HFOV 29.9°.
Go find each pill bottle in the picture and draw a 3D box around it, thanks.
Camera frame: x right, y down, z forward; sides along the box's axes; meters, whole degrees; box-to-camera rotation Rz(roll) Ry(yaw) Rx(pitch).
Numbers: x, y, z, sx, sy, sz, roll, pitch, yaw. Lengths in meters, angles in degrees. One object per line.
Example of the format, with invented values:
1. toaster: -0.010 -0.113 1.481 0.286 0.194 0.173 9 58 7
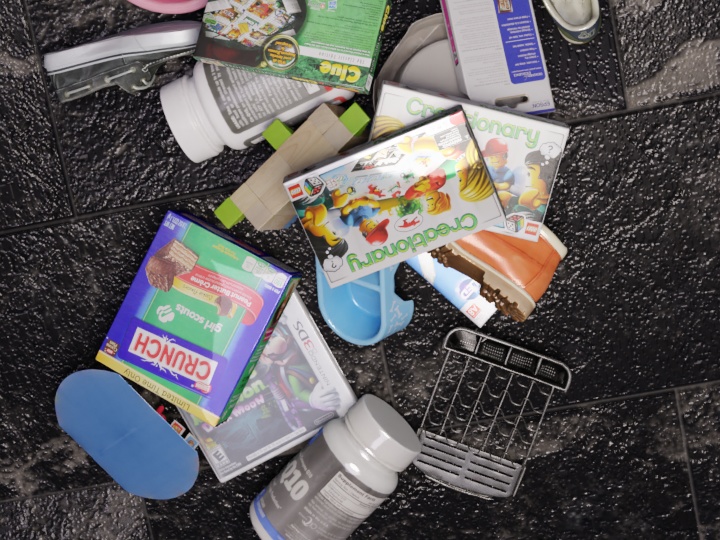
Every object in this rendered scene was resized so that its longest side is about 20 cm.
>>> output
1. pill bottle: -0.117 -0.207 1.520 0.200 0.114 0.114 -24 97 9
2. pill bottle: -0.028 0.248 1.591 0.114 0.114 0.200 42 103 -3

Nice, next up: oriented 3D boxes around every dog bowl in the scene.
1. dog bowl: 0.000 0.000 1.533 0.111 0.050 0.200 18 130 27
2. dog bowl: 0.107 -0.184 1.500 0.200 0.059 0.200 1 82 -8

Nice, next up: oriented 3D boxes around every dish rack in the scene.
1. dish rack: 0.147 0.174 1.594 0.153 0.055 0.200 20 102 3

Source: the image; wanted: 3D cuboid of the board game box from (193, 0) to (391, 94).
1. board game box: -0.074 -0.258 1.447 0.200 0.023 0.105 14 84 16

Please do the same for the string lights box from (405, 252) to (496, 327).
1. string lights box: 0.098 -0.040 1.556 0.200 0.059 0.103 41 99 -3

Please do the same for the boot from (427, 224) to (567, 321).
1. boot: 0.133 -0.045 1.497 0.200 0.075 0.107 38 79 4

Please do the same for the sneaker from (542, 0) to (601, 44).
1. sneaker: 0.215 -0.343 1.475 0.067 0.090 0.200 -23 97 9

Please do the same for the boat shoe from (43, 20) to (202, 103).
1. boat shoe: -0.266 -0.240 1.559 0.200 0.072 0.071 -9 108 17

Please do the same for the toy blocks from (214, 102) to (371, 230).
1. toy blocks: -0.057 -0.115 1.524 0.200 0.137 0.100 -44 81 14

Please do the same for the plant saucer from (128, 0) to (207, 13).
1. plant saucer: -0.218 -0.389 1.502 0.200 0.051 0.201 9 123 14

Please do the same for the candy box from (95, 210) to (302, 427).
1. candy box: -0.189 0.054 1.574 0.169 0.077 0.200 28 96 9

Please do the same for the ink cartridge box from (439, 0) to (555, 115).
1. ink cartridge box: 0.145 -0.259 1.469 0.095 0.037 0.200 -10 81 -11

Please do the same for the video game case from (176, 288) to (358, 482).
1. video game case: -0.127 0.136 1.629 0.200 0.023 0.182 -28 96 10

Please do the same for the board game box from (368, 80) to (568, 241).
1. board game box: 0.106 -0.115 1.422 0.200 0.035 0.126 13 107 -2

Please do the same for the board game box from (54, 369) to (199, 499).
1. board game box: -0.276 0.190 1.632 0.200 0.039 0.158 47 133 -9

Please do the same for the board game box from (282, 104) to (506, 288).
1. board game box: 0.036 -0.075 1.393 0.200 0.035 0.126 -22 107 9
